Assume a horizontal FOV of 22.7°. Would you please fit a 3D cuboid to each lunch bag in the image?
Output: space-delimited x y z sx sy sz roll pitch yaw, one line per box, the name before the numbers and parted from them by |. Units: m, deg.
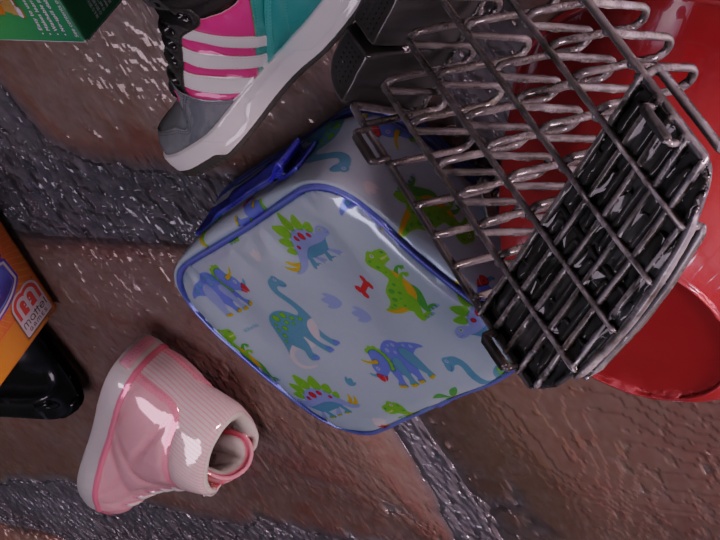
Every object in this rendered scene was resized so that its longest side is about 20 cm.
lunch bag | 0.000 0.000 0.953 0.161 0.083 0.200 40 147 -14

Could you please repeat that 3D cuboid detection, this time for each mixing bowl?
mixing bowl | 0.137 -0.014 0.799 0.200 0.109 0.200 22 147 16

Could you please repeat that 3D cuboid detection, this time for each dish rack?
dish rack | 0.067 -0.062 0.702 0.200 0.054 0.154 59 140 28

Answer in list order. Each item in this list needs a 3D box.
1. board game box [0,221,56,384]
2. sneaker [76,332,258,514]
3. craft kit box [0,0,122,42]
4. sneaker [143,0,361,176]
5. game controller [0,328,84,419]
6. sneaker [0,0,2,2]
board game box | -0.364 0.018 1.166 0.199 0.200 0.200 9 142 32
sneaker | -0.132 0.132 1.243 0.104 0.075 0.200 32 144 9
craft kit box | -0.245 -0.207 0.919 0.197 0.049 0.200 9 141 36
sneaker | -0.079 -0.128 0.844 0.121 0.084 0.200 34 140 -13
game controller | -0.291 0.064 1.330 0.200 0.042 0.105 -1 121 40
sneaker | -0.201 -0.170 0.829 0.108 0.070 0.200 40 150 -16
